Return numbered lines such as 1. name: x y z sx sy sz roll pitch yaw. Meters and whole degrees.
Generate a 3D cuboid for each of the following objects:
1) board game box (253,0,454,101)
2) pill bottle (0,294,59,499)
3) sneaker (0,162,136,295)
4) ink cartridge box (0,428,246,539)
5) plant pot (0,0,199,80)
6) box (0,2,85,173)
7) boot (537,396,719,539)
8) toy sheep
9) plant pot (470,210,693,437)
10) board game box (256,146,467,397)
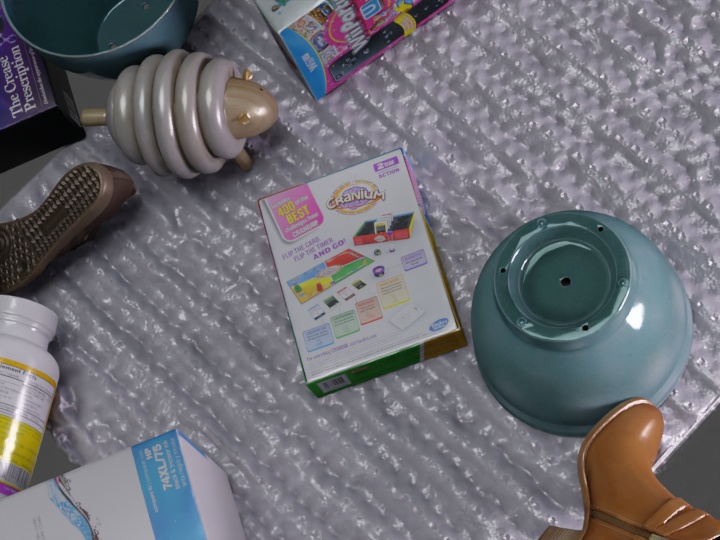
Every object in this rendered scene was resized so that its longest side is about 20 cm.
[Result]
1. board game box: 0.005 -0.272 1.728 0.200 0.148 0.064 -35 65 -1
2. pill bottle: -0.344 0.129 1.677 0.104 0.104 0.201 6 69 17
3. sneaker: -0.300 -0.032 1.761 0.200 0.075 0.071 -34 72 23
4. ink cartridge box: -0.209 0.257 1.561 0.199 0.147 0.147 -22 64 5
5. plant pot: -0.243 -0.271 1.802 0.199 0.135 0.201 -6 67 13
6. box: -0.384 -0.206 1.847 0.141 0.079 0.201 -24 63 7
7. boot: 0.239 0.193 1.459 0.155 0.077 0.200 3 44 48
8. toy sheep: -0.177 -0.149 1.734 0.199 0.138 0.139 -7 66 13
9. plant pot: 0.184 0.029 1.558 0.199 0.134 0.201 -6 66 13
10. board game box: 0.000 0.000 1.673 0.152 0.040 0.201 -19 64 7
